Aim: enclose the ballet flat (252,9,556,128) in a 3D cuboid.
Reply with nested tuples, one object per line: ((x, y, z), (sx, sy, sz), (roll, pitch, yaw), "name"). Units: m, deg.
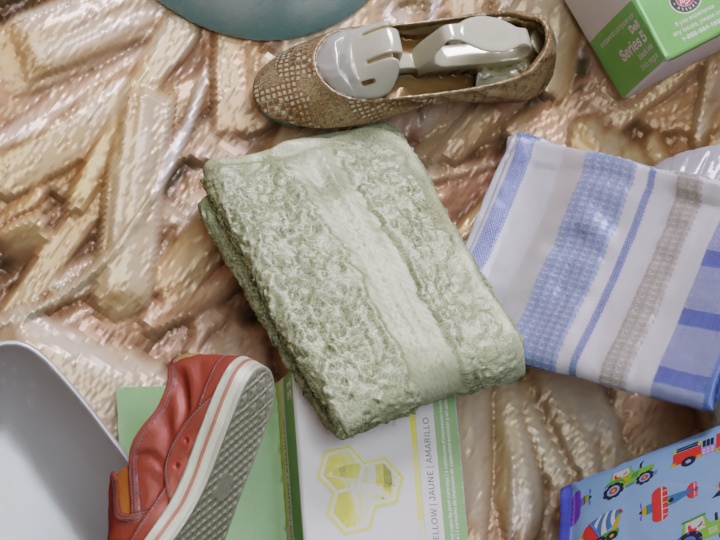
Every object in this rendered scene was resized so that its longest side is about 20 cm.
((0.031, -0.134, 1.460), (0.199, 0.065, 0.071), (-11, 67, -18), "ballet flat")

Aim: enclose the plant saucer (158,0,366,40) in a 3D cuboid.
((-0.063, -0.246, 1.480), (0.200, 0.039, 0.202), (4, 76, -14), "plant saucer")

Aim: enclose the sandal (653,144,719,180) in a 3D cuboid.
((0.285, -0.052, 1.518), (0.206, 0.059, 0.079), (-6, 59, 5), "sandal")

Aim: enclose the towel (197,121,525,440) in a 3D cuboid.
((0.000, 0.000, 1.404), (0.148, 0.037, 0.200), (-18, 64, -23), "towel")

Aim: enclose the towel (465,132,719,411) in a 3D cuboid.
((0.150, -0.003, 1.415), (0.200, 0.024, 0.147), (16, 74, 33), "towel")

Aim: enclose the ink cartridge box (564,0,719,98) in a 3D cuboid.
((0.191, -0.237, 1.521), (0.145, 0.084, 0.200), (-28, 84, -20), "ink cartridge box")

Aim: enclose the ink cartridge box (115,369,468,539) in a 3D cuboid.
((-0.039, 0.131, 1.384), (0.199, 0.048, 0.146), (0, 76, -18), "ink cartridge box")

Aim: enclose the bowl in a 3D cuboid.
((-0.217, 0.165, 1.312), (0.200, 0.075, 0.200), (-35, 87, -21), "bowl")

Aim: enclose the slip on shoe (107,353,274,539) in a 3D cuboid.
((-0.112, 0.135, 1.283), (0.061, 0.074, 0.200), (16, 73, 24), "slip on shoe")

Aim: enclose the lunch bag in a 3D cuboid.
((0.184, 0.174, 1.297), (0.150, 0.200, 0.094), (-24, 104, 20), "lunch bag")

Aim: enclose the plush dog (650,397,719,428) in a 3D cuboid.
((0.287, 0.043, 1.464), (0.171, 0.160, 0.200), (22, 85, -27), "plush dog")
